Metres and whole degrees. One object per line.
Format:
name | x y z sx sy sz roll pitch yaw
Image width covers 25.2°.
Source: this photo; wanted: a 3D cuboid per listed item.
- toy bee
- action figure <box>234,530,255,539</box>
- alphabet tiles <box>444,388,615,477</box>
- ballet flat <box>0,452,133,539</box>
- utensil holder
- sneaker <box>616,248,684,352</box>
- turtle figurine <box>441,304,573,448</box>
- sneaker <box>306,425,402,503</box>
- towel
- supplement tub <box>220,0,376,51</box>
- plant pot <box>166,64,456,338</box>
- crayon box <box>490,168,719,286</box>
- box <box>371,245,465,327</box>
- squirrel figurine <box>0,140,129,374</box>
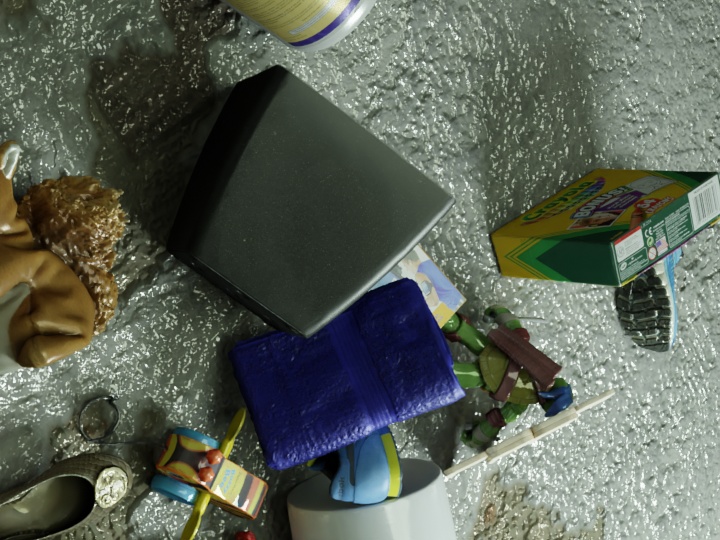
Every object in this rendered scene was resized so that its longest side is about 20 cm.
toy bee | -0.150 0.188 1.474 0.200 0.109 0.131 8 88 -41
action figure | -0.132 0.284 1.504 0.200 0.099 0.065 -1 94 -44
alphabet tiles | 0.179 0.177 1.705 0.195 0.200 0.015 -26 82 -1
ballet flat | -0.283 0.207 1.379 0.200 0.046 0.067 -13 105 -30
utensil holder | 0.021 0.304 1.592 0.170 0.170 0.200 -18 101 -39
sneaker | 0.361 -0.001 1.933 0.090 0.078 0.200 -13 101 -43
turtle figurine | 0.119 0.107 1.728 0.194 0.200 0.144 26 102 -16
sneaker | -0.020 0.149 1.556 0.078 0.200 0.066 -6 125 -12
towel | -0.017 0.092 1.516 0.200 0.148 0.050 -23 143 -3
supplement tub | -0.087 -0.307 1.481 0.200 0.145 0.146 30 72 -38
plant pot | -0.064 -0.049 1.466 0.200 0.200 0.178 36 83 -14
crayon box | 0.276 -0.052 1.791 0.200 0.172 0.058 -30 114 -37
box | 0.000 0.000 1.605 0.119 0.041 0.200 -47 108 -17
squirrel figurine | -0.290 -0.017 1.348 0.200 0.141 0.187 -26 99 -52
